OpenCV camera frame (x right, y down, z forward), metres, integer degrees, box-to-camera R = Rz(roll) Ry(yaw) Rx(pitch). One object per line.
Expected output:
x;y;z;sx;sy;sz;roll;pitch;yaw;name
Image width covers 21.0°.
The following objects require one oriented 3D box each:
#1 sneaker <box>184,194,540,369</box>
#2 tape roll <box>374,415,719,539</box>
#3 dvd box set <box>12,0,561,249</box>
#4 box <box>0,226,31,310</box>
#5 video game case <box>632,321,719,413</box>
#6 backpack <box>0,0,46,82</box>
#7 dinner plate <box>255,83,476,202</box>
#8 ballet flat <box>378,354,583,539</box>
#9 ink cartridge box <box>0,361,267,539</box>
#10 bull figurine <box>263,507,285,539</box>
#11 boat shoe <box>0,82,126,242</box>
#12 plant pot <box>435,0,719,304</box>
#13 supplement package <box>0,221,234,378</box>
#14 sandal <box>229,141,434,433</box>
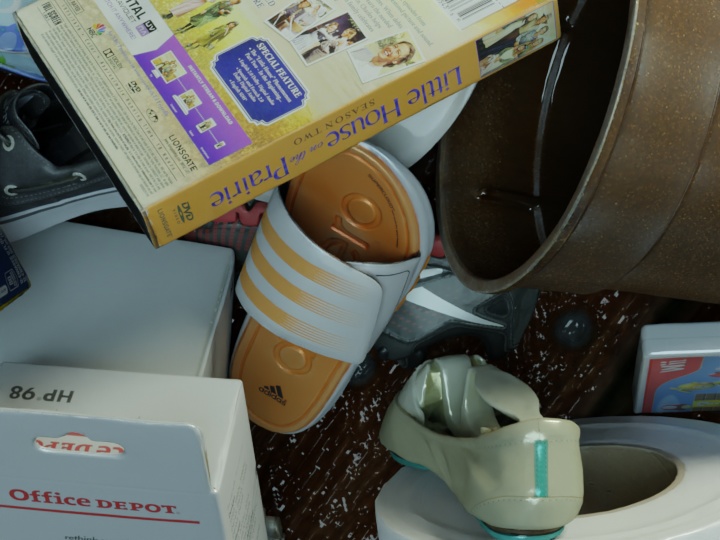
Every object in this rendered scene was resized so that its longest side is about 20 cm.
0.000;0.000;0.992;0.200;0.071;0.098;8;105;5;sneaker
0.109;0.133;0.948;0.202;0.202;0.071;-7;103;7;tape roll
-0.034;-0.107;0.848;0.200;0.146;0.029;-29;143;-11;dvd box set
-0.230;-0.059;0.858;0.070;0.064;0.200;-25;98;19;box
0.236;0.047;0.951;0.200;0.143;0.017;-2;75;6;video game case
-0.182;-0.200;0.926;0.183;0.147;0.200;13;101;0;backpack
-0.027;-0.132;0.943;0.200;0.024;0.200;-4;82;26;dinner plate
0.056;0.073;0.939;0.069;0.200;0.070;-3;100;-18;ballet flat
-0.107;0.108;0.887;0.116;0.067;0.200;4;135;8;ink cartridge box
-0.085;0.213;1.052;0.121;0.065;0.200;-12;104;4;bull figurine
-0.145;-0.060;0.922;0.200;0.070;0.066;-6;141;17;boat shoe
0.164;-0.066;0.895;0.198;0.200;0.200;14;104;-19;plant pot
-0.171;0.051;0.976;0.200;0.117;0.117;9;134;3;supplement package
-0.025;0.024;0.937;0.079;0.059;0.207;28;133;7;sandal
